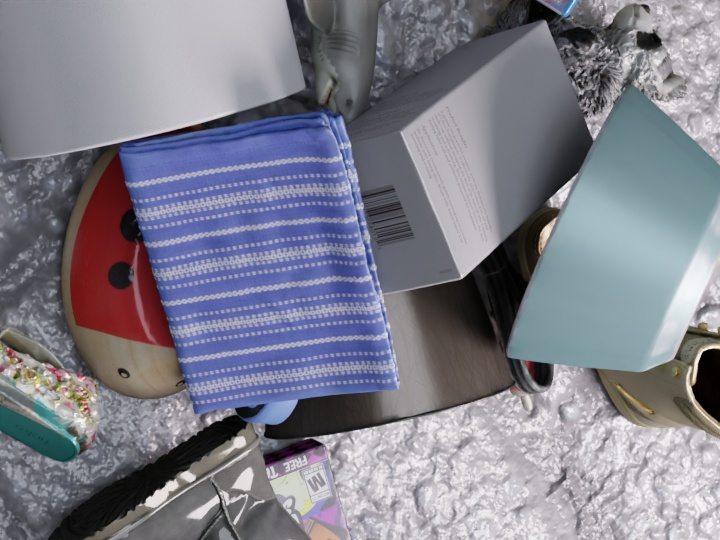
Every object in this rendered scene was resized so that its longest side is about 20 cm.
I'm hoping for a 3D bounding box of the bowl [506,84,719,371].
[{"bbox_3d":[0.185,-0.013,1.332,0.105,0.201,0.201,24,84,9],"label":"bowl"}]

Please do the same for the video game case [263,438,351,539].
[{"bbox_3d":[-0.094,0.237,1.408,0.199,0.036,0.182,-18,100,-19],"label":"video game case"}]

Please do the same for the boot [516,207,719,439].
[{"bbox_3d":[0.206,0.041,1.447,0.073,0.155,0.200,-37,106,-15],"label":"boot"}]

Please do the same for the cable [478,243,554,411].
[{"bbox_3d":[0.092,0.015,1.422,0.050,0.097,0.200,-19,120,26],"label":"cable"}]

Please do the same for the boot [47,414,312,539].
[{"bbox_3d":[-0.097,0.222,1.357,0.181,0.073,0.201,-29,108,-16],"label":"boot"}]

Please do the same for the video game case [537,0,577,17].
[{"bbox_3d":[0.098,-0.290,1.385,0.200,0.018,0.143,34,102,7],"label":"video game case"}]

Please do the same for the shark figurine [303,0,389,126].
[{"bbox_3d":[0.000,-0.207,1.281,0.089,0.128,0.215,-6,130,-1],"label":"shark figurine"}]

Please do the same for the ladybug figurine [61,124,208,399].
[{"bbox_3d":[-0.132,-0.009,1.355,0.135,0.072,0.201,6,92,-21],"label":"ladybug figurine"}]

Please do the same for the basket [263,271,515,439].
[{"bbox_3d":[0.000,0.000,1.379,0.180,0.136,0.201,-13,94,-5],"label":"basket"}]

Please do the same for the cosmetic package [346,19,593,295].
[{"bbox_3d":[0.065,-0.076,1.304,0.200,0.085,0.108,-38,110,-49],"label":"cosmetic package"}]

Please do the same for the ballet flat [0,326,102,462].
[{"bbox_3d":[-0.258,0.058,1.323,0.200,0.076,0.064,35,50,-24],"label":"ballet flat"}]

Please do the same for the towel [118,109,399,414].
[{"bbox_3d":[-0.062,-0.002,1.246,0.144,0.024,0.201,-8,117,12],"label":"towel"}]

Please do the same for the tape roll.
[{"bbox_3d":[-0.146,-0.160,1.269,0.202,0.203,0.140,-16,99,-20],"label":"tape roll"}]

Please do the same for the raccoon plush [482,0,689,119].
[{"bbox_3d":[0.144,-0.118,1.471,0.134,0.097,0.200,26,115,-35],"label":"raccoon plush"}]

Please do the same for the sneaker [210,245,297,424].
[{"bbox_3d":[-0.078,0.006,1.303,0.078,0.070,0.201,-4,103,-37],"label":"sneaker"}]
